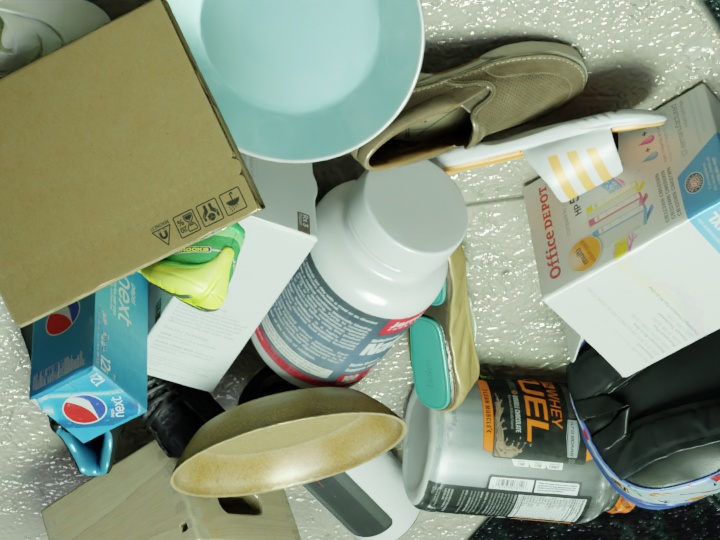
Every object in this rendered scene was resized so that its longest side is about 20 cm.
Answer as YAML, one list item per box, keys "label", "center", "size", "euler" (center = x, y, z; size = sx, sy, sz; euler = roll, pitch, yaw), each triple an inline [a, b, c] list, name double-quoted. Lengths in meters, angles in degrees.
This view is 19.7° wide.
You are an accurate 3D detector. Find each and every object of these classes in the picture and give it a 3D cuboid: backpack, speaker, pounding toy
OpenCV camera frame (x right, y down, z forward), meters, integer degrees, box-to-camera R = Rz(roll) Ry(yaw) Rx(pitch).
- label: "backpack"
  center: [0.271, 0.103, 1.725]
  size: [0.189, 0.201, 0.154]
  euler: [-21, 154, -3]
- label: "speaker"
  center: [-0.026, 0.162, 1.841]
  size: [0.081, 0.082, 0.200]
  euler: [-24, 133, 19]
- label: "pounding toy"
  center: [-0.138, 0.243, 1.846]
  size: [0.183, 0.143, 0.199]
  euler: [-32, 156, 26]

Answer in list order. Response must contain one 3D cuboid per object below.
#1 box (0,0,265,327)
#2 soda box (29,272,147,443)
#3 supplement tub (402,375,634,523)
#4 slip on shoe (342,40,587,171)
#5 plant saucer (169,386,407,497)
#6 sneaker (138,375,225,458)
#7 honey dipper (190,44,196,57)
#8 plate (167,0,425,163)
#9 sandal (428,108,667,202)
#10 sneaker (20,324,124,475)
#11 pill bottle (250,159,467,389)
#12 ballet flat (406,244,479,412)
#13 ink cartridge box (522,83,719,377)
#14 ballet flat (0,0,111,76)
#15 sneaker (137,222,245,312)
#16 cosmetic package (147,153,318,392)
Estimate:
- label: "box"
  center: [-0.188, -0.075, 1.445]
  size: [0.199, 0.021, 0.165]
  euler: [-25, 94, 11]
- label: "soda box"
  center: [-0.207, 0.028, 1.593]
  size: [0.064, 0.201, 0.068]
  euler: [-26, 133, 21]
- label: "supplement tub"
  center: [0.143, 0.157, 1.820]
  size: [0.198, 0.123, 0.123]
  euler: [6, 136, -12]
- label: "slip on shoe"
  center: [0.081, -0.119, 1.546]
  size: [0.198, 0.061, 0.076]
  euler: [-9, 138, -16]
- label: "plant saucer"
  center: [-0.062, 0.136, 1.688]
  size: [0.198, 0.036, 0.200]
  euler: [-13, 161, -4]
- label: "sneaker"
  center: [-0.162, 0.108, 1.723]
  size: [0.060, 0.105, 0.200]
  euler: [-38, 155, 9]
- label: "honey dipper"
  center: [-0.088, -0.137, 1.556]
  size: [0.199, 0.038, 0.038]
  euler: [23, 131, -32]
- label: "plate"
  center: [-0.051, -0.175, 1.484]
  size: [0.198, 0.026, 0.202]
  euler: [3, 114, 7]
- label: "sandal"
  center: [0.141, -0.080, 1.597]
  size: [0.205, 0.060, 0.079]
  euler: [-13, -179, 17]
- label: "sneaker"
  center: [-0.237, 0.089, 1.742]
  size: [0.072, 0.082, 0.201]
  euler: [-10, 135, 9]
- label: "pill bottle"
  center: [0.000, 0.000, 1.620]
  size: [0.119, 0.121, 0.200]
  euler: [15, 144, -20]
- label: "ballet flat"
  center: [0.064, 0.020, 1.712]
  size: [0.068, 0.063, 0.202]
  euler: [19, 128, 35]
- label: "ink cartridge box"
  center: [0.227, -0.023, 1.633]
  size: [0.199, 0.129, 0.125]
  euler: [-30, 131, 23]
- label: "ballet flat"
  center: [-0.276, -0.171, 1.476]
  size: [0.198, 0.070, 0.070]
  euler: [11, 135, -17]
- label: "sneaker"
  center: [-0.141, -0.033, 1.533]
  size: [0.074, 0.200, 0.084]
  euler: [34, 88, -40]
- label: "cosmetic package"
  center: [-0.110, -0.012, 1.627]
  size: [0.080, 0.114, 0.201]
  euler: [16, 131, -21]
